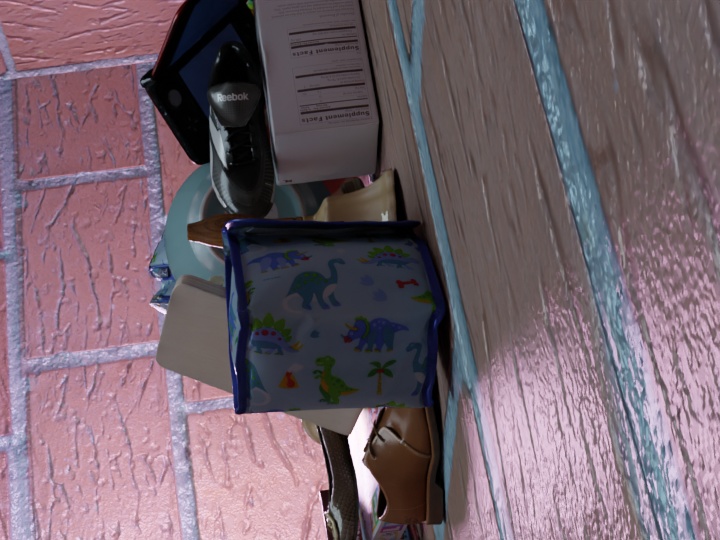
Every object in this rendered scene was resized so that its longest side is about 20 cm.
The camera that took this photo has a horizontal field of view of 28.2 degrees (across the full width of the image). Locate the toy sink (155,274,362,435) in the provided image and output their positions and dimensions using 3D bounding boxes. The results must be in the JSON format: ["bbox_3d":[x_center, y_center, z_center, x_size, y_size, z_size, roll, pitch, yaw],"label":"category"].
[{"bbox_3d":[-0.073,0.044,1.327,0.131,0.198,0.113,112,177,-47],"label":"toy sink"}]

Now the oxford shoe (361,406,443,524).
[{"bbox_3d":[0.035,0.150,1.295,0.071,0.071,0.202,-102,8,-63],"label":"oxford shoe"}]

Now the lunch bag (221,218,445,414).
[{"bbox_3d":[-0.028,0.017,1.196,0.201,0.168,0.128,-103,16,-58],"label":"lunch bag"}]

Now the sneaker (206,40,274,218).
[{"bbox_3d":[-0.126,-0.147,1.461,0.091,0.066,0.202,86,177,-64],"label":"sneaker"}]

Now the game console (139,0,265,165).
[{"bbox_3d":[-0.137,-0.244,1.573,0.173,0.118,0.200,58,-135,-21],"label":"game console"}]

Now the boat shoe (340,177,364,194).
[{"bbox_3d":[-0.012,-0.008,1.657,0.074,0.066,0.202,-107,11,-67],"label":"boat shoe"}]

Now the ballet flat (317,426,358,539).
[{"bbox_3d":[-0.032,0.208,1.571,0.067,0.046,0.202,135,131,-72],"label":"ballet flat"}]

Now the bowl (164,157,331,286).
[{"bbox_3d":[-0.116,-0.045,1.556,0.105,0.199,0.203,121,141,-81],"label":"bowl"}]

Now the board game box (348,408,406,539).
[{"bbox_3d":[0.026,0.203,1.527,0.200,0.034,0.135,108,156,-58],"label":"board game box"}]

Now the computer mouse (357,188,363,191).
[{"bbox_3d":[-0.008,0.017,1.455,0.034,0.058,0.202,-18,-58,-79],"label":"computer mouse"}]

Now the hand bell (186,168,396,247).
[{"bbox_3d":[-0.066,-0.042,1.365,0.104,0.198,0.105,178,90,-89],"label":"hand bell"}]

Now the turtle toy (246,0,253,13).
[{"bbox_3d":[-0.085,-0.301,1.776,0.200,0.144,0.102,116,168,-81],"label":"turtle toy"}]

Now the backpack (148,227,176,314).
[{"bbox_3d":[-0.144,0.010,1.714,0.199,0.182,0.148,-10,58,58],"label":"backpack"}]

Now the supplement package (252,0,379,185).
[{"bbox_3d":[-0.048,-0.207,1.502,0.114,0.108,0.202,93,169,-67],"label":"supplement package"}]

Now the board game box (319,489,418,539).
[{"bbox_3d":[0.013,0.304,1.625,0.200,0.102,0.020,-107,10,-64],"label":"board game box"}]

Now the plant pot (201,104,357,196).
[{"bbox_3d":[-0.086,-0.134,1.746,0.177,0.199,0.202,-178,81,-75],"label":"plant pot"}]

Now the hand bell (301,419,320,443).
[{"bbox_3d":[0.006,0.209,1.715,0.200,0.103,0.105,-131,32,-61],"label":"hand bell"}]
